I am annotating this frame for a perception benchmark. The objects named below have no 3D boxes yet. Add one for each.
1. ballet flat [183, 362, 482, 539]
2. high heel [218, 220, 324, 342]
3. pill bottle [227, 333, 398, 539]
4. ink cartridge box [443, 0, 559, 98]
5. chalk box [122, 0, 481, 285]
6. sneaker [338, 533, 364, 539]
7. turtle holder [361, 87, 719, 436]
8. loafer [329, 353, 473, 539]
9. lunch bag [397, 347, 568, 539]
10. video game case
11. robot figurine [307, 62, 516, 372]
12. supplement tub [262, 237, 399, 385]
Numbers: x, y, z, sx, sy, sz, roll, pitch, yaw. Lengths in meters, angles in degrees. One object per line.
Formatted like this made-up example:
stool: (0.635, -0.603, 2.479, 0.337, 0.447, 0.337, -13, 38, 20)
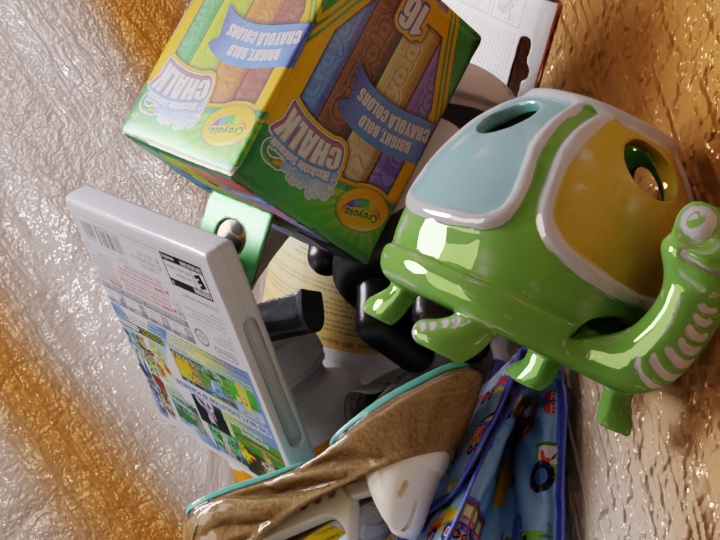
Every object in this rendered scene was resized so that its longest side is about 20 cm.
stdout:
ballet flat: (-0.009, 0.127, 0.744, 0.068, 0.199, 0.073, 43, -159, -60)
high heel: (-0.095, -0.037, 0.947, 0.142, 0.071, 0.201, -14, 68, 30)
pill bottle: (-0.031, 0.140, 0.960, 0.201, 0.111, 0.111, 65, 176, -13)
ink cartridge box: (0.059, -0.180, 0.954, 0.200, 0.050, 0.109, 32, 124, 29)
chalk box: (-0.045, -0.090, 0.788, 0.124, 0.124, 0.201, 21, 81, 45)
sneaker: (-0.018, 0.204, 0.844, 0.075, 0.199, 0.089, -6, 75, 61)
turtle holder: (0.089, -0.011, 0.607, 0.186, 0.140, 0.132, -156, 91, -88)
loafer: (0.024, 0.094, 0.895, 0.200, 0.069, 0.070, -52, -18, -49)
lunch bag: (0.071, 0.144, 0.779, 0.151, 0.094, 0.201, 117, 171, -64)
video game case: (-0.105, 0.044, 0.841, 0.200, 0.022, 0.183, 19, 135, 53)
robot figurine: (0.045, -0.041, 0.856, 0.125, 0.149, 0.201, 102, 175, -64)
supplement tub: (0.000, 0.000, 1.039, 0.145, 0.143, 0.201, -111, 31, -68)
